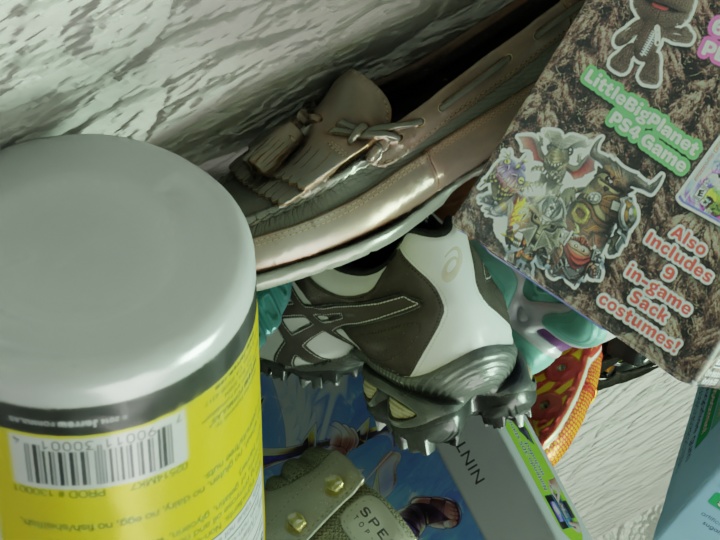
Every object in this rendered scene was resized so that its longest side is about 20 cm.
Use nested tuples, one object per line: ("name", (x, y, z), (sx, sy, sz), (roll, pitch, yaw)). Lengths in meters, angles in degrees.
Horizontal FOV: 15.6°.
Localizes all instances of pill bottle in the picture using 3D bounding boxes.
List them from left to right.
("pill bottle", (-0.088, 0.064, 0.873), (0.114, 0.114, 0.201), (-23, 139, -23))

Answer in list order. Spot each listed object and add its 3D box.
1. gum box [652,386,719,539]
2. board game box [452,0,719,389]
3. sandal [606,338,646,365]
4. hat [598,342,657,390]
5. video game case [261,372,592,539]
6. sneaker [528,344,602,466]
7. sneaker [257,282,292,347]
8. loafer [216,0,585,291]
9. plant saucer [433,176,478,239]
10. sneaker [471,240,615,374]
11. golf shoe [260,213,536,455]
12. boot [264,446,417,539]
("gum box", (0.196, 0.004, 1.022), (0.200, 0.044, 0.170), (-57, -175, 41))
("board game box", (0.141, -0.068, 0.878), (0.201, 0.097, 0.159), (-59, 161, 8))
("sandal", (0.158, -0.030, 1.301), (0.201, 0.048, 0.076), (-49, 162, -50))
("hat", (0.166, 0.007, 1.453), (0.199, 0.081, 0.201), (-20, 170, -4))
("video game case", (-0.024, 0.094, 1.141), (0.199, 0.182, 0.045), (-33, 165, 19))
("sneaker", (0.091, 0.049, 1.257), (0.072, 0.078, 0.200), (-13, -155, 18))
("sneaker", (-0.122, 0.033, 0.988), (0.199, 0.078, 0.091), (-24, -177, -8))
("loafer", (0.015, -0.056, 0.947), (0.199, 0.063, 0.072), (-24, -151, -17))
("plant saucer", (0.105, -0.060, 1.074), (0.199, 0.033, 0.200), (-24, -178, 1))
("sneaker", (0.114, -0.013, 1.199), (0.199, 0.078, 0.140), (-12, -166, 43))
("golf shoe", (0.000, 0.000, 1.026), (0.077, 0.095, 0.200), (-22, -158, -26))
("boot", (-0.044, 0.142, 0.997), (0.154, 0.072, 0.200), (-33, -162, -4))
